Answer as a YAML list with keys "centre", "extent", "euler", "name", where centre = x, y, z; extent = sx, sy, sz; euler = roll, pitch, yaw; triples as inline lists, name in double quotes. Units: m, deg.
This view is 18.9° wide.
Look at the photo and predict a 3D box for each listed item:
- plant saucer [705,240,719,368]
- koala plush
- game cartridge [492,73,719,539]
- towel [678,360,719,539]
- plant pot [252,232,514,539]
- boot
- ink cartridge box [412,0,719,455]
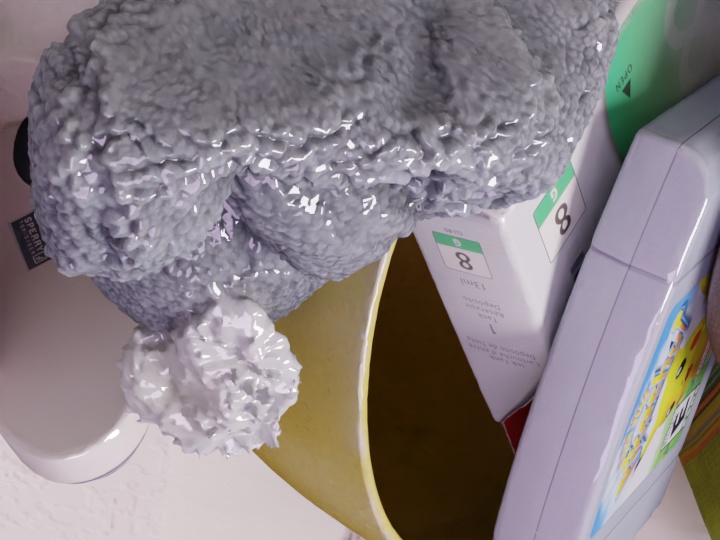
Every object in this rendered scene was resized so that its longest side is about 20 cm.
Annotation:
- centre: [0.175, -0.040, 0.784]
  extent: [0.034, 0.200, 0.201]
  euler: [27, 137, 19]
  name: "plant saucer"
- centre: [-0.034, -0.042, 0.673]
  extent: [0.182, 0.179, 0.200]
  euler: [4, 147, -21]
  name: "koala plush"
- centre: [0.100, 0.033, 0.785]
  extent: [0.040, 0.133, 0.201]
  euler: [26, 117, 21]
  name: "game cartridge"
- centre: [0.159, 0.074, 0.869]
  extent: [0.018, 0.201, 0.086]
  euler: [9, 131, -23]
  name: "towel"
- centre: [0.000, 0.000, 0.838]
  extent: [0.141, 0.200, 0.201]
  euler: [15, 141, 32]
  name: "plant pot"
- centre: [-0.109, 0.030, 0.856]
  extent: [0.072, 0.201, 0.091]
  euler: [-22, 131, 0]
  name: "boot"
- centre: [0.096, -0.018, 0.804]
  extent: [0.050, 0.161, 0.201]
  euler: [14, 147, 34]
  name: "ink cartridge box"
